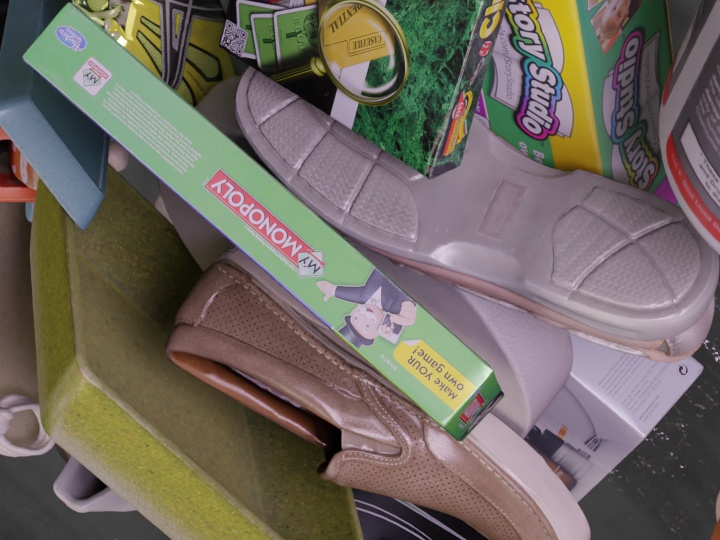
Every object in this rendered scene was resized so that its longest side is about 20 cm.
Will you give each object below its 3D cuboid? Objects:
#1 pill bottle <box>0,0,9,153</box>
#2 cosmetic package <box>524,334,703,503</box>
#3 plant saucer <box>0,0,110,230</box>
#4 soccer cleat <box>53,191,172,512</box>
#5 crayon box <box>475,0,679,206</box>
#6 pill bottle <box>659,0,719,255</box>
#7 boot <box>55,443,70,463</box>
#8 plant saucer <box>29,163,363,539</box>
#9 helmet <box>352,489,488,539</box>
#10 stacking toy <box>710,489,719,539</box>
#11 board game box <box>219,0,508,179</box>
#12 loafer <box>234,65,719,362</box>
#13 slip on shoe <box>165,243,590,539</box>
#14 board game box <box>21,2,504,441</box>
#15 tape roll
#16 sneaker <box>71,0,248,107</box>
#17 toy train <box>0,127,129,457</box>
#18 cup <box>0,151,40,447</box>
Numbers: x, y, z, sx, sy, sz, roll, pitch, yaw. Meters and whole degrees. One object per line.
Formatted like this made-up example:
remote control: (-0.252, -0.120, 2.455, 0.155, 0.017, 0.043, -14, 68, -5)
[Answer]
pill bottle: (-0.252, -0.133, 1.201, 0.200, 0.112, 0.112, 27, 151, 29)
cosmetic package: (0.060, 0.045, 1.111, 0.151, 0.052, 0.200, 42, 156, 6)
plant saucer: (-0.137, -0.090, 1.077, 0.070, 0.019, 0.200, 55, -169, -25)
soccer cleat: (-0.105, 0.036, 1.198, 0.069, 0.085, 0.200, 28, 111, 26)
crayon box: (0.036, -0.093, 0.909, 0.172, 0.058, 0.200, 25, 151, 29)
pill bottle: (0.163, -0.080, 0.676, 0.116, 0.116, 0.200, 37, 155, 10)
boot: (-0.060, 0.102, 1.334, 0.174, 0.069, 0.200, 0, 171, 26)
plant saucer: (-0.082, 0.056, 1.052, 0.200, 0.048, 0.200, 45, -164, -31)
helmet: (0.019, 0.198, 1.246, 0.191, 0.200, 0.200, 56, 164, 30)
stacking toy: (0.171, 0.193, 1.006, 0.146, 0.200, 0.146, 33, 154, 19)
board game box: (0.014, -0.140, 0.797, 0.105, 0.023, 0.200, 32, 126, 24)
loafer: (0.040, -0.019, 0.879, 0.200, 0.072, 0.063, 27, 159, 20)
slip on shoe: (0.006, 0.069, 0.999, 0.200, 0.061, 0.076, 41, 157, -3)
board game box: (-0.031, -0.014, 0.879, 0.200, 0.029, 0.135, 41, 180, 8)
tape roll: (0.000, 0.000, 1.008, 0.203, 0.037, 0.203, 34, 157, 16)
sneaker: (-0.095, -0.127, 1.021, 0.075, 0.076, 0.200, 21, 149, 38)
toy train: (-0.191, 0.007, 1.130, 0.056, 0.150, 0.200, -115, 31, -67)
cup: (-0.206, -0.017, 1.265, 0.200, 0.200, 0.144, 25, 126, 32)
